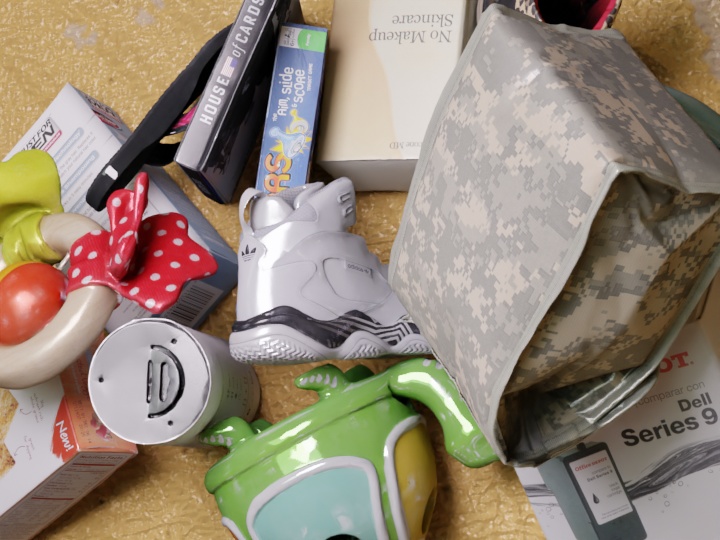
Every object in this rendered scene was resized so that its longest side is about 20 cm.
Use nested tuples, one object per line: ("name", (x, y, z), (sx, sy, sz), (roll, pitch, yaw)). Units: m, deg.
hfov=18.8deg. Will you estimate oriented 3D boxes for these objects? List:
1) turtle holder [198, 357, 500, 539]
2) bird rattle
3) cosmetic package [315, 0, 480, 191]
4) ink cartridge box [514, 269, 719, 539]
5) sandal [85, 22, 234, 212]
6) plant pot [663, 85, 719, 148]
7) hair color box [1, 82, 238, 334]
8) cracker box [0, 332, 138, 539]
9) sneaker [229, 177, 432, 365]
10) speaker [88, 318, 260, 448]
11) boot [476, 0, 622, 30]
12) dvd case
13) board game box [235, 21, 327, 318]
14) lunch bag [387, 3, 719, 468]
("turtle holder", (-0.003, 0.132, 1.421), (0.185, 0.141, 0.132), (-25, 81, -13))
("bird rattle", (-0.199, 0.010, 1.453), (0.200, 0.113, 0.163), (23, 76, 37))
("cosmetic package", (0.036, -0.159, 1.506), (0.105, 0.071, 0.201), (-1, 75, 22))
("ink cartridge box", (0.174, 0.112, 1.277), (0.145, 0.084, 0.201), (-18, 109, 24))
("sandal", (-0.128, -0.104, 1.563), (0.045, 0.075, 0.200), (34, 53, 1))
("plant pot", (0.165, -0.032, 1.338), (0.199, 0.134, 0.201), (7, 115, 15))
("hair color box", (-0.181, -0.035, 1.605), (0.099, 0.061, 0.200), (-48, 59, 9))
("cracker box", (-0.254, 0.117, 1.568), (0.200, 0.058, 0.134), (-38, 59, 35))
("sneaker", (0.000, 0.000, 1.403), (0.075, 0.199, 0.115), (-8, 85, 51))
("speaker", (-0.120, 0.078, 1.444), (0.081, 0.200, 0.082), (-1, 85, 6))
("boot", (0.121, -0.174, 1.402), (0.073, 0.151, 0.201), (22, 58, -4))
("dvd case", (-0.080, -0.127, 1.502), (0.025, 0.200, 0.151), (23, 86, 2))
("board game box", (-0.053, -0.054, 1.495), (0.034, 0.135, 0.201), (8, 77, -1))
("lunch bag", (0.101, -0.013, 1.188), (0.200, 0.117, 0.164), (-63, 38, 27))
